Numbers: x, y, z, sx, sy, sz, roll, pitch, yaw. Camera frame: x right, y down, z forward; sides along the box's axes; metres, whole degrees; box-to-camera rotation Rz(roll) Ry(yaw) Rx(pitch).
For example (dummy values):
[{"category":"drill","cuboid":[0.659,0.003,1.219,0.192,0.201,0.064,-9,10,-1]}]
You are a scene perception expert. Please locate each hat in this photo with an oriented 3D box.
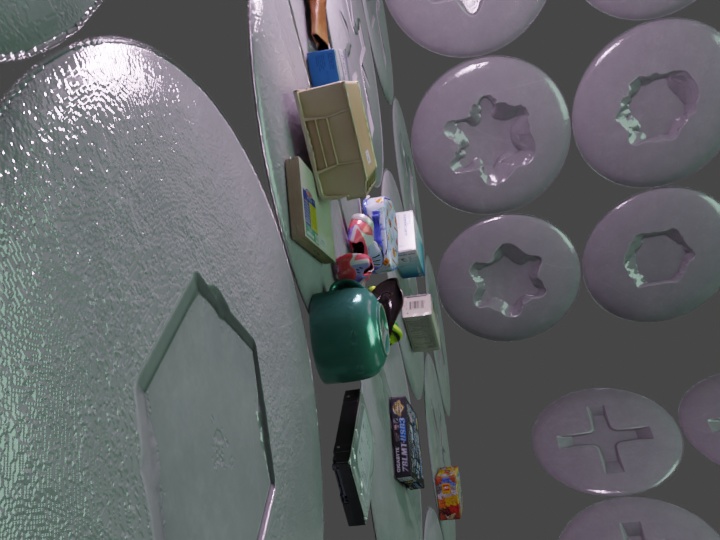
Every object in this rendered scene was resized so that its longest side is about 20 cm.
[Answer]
[{"category":"hat","cuboid":[0.002,0.085,1.343,0.202,0.080,0.203,-53,-159,31]}]

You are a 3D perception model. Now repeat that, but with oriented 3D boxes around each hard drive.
[{"category":"hard drive","cuboid":[-0.008,0.328,1.249,0.201,0.037,0.143,-75,155,-63]}]

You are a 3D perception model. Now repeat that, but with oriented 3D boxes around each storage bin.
[{"category":"storage bin","cuboid":[-0.037,-0.239,1.279,0.200,0.091,0.203,-67,144,-74]}]

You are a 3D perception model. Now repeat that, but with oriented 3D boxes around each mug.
[{"category":"mug","cuboid":[-0.014,0.092,1.187,0.152,0.112,0.190,45,38,-72]}]

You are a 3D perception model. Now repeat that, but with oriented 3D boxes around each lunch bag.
[{"category":"lunch bag","cuboid":[0.051,-0.095,1.806,0.160,0.074,0.205,-18,100,-77]}]

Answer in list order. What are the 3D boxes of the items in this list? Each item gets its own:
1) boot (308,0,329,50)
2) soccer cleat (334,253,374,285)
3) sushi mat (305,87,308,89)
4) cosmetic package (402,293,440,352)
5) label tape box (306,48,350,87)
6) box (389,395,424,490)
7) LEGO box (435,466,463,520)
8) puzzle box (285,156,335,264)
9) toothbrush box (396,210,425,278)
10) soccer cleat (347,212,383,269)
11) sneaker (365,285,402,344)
[{"category":"boot","cuboid":[-0.103,-0.578,1.440,0.188,0.067,0.205,64,26,-81]},{"category":"soccer cleat","cuboid":[0.000,0.000,1.439,0.200,0.075,0.068,28,54,-77]},{"category":"sushi mat","cuboid":[-0.079,-0.250,1.376,0.202,0.012,0.097,69,18,-49]},{"category":"cosmetic package","cuboid":[0.205,0.179,2.351,0.202,0.101,0.089,72,15,-46]},{"category":"label tape box","cuboid":[-0.053,-0.392,1.493,0.200,0.062,0.148,-62,143,-72]},{"category":"box","cuboid":[0.123,0.453,1.830,0.199,0.048,0.204,63,21,-62]},{"category":"LEGO box","cuboid":[0.331,0.822,2.596,0.200,0.075,0.153,24,59,-78]},{"category":"puzzle box","cuboid":[-0.083,-0.098,1.201,0.200,0.025,0.136,45,39,-73]},{"category":"toothbrush box","cuboid":[0.157,-0.084,2.338,0.201,0.083,0.150,63,22,-62]},{"category":"soccer cleat","cuboid":[0.006,-0.047,1.587,0.201,0.067,0.074,72,37,-58]},{"category":"sneaker","cuboid":[0.039,0.101,1.639,0.084,0.073,0.202,58,-5,41]}]
